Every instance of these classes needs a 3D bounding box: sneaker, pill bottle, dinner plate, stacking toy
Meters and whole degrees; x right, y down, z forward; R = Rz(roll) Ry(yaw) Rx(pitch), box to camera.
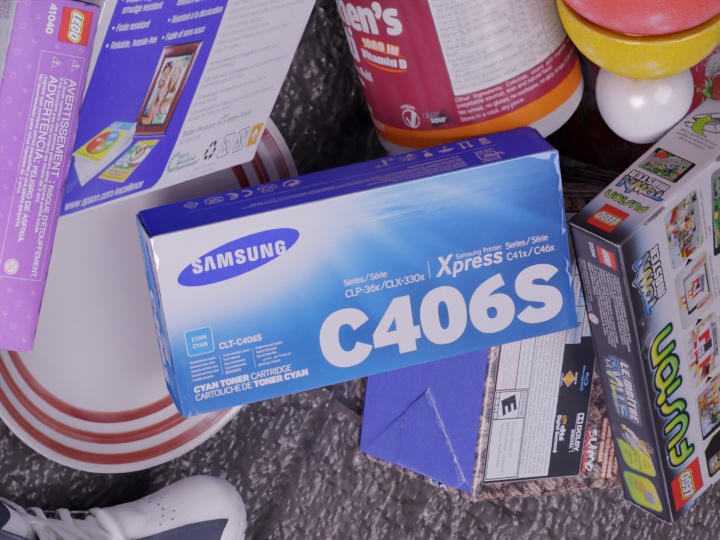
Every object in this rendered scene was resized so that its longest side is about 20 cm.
[{"bbox_3d":[-0.150,0.126,1.231,0.199,0.079,0.130,-29,126,-14],"label":"sneaker"},{"bbox_3d":[0.036,-0.160,1.301,0.109,0.109,0.200,-34,121,-29],"label":"pill bottle"},{"bbox_3d":[-0.109,-0.002,1.277,0.200,0.024,0.201,-12,109,-37],"label":"dinner plate"},{"bbox_3d":[0.134,-0.142,1.277,0.146,0.146,0.200,-33,142,-30],"label":"stacking toy"}]

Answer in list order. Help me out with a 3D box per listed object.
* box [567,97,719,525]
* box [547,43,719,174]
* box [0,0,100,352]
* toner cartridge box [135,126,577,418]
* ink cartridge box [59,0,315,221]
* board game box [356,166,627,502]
[{"bbox_3d":[0.167,0.023,1.355,0.110,0.035,0.200,-39,136,-26],"label":"box"},{"bbox_3d":[0.136,-0.155,1.394,0.095,0.100,0.200,-36,123,-25],"label":"box"},{"bbox_3d":[-0.178,-0.055,1.084,0.039,0.200,0.137,9,97,-34],"label":"box"},{"bbox_3d":[0.000,0.000,1.273,0.200,0.043,0.095,-13,111,-10],"label":"toner cartridge box"},{"bbox_3d":[-0.070,-0.126,1.134,0.198,0.043,0.200,-22,140,-62],"label":"ink cartridge box"},{"bbox_3d":[0.111,0.029,1.424,0.200,0.097,0.160,0,102,-41],"label":"board game box"}]
